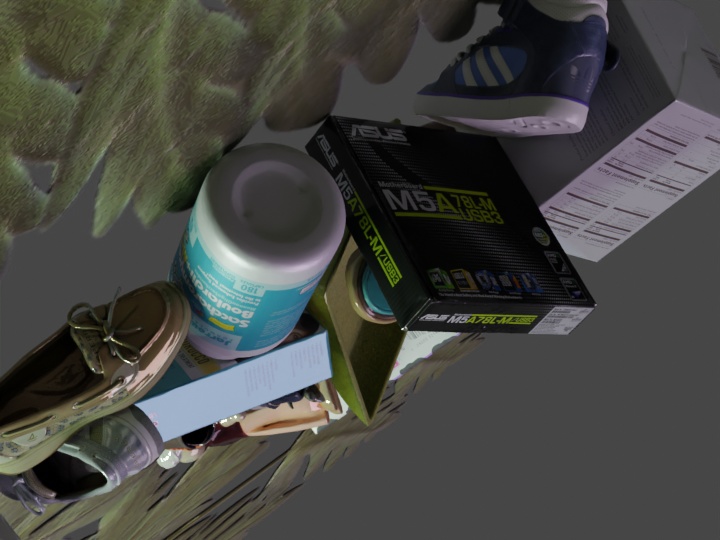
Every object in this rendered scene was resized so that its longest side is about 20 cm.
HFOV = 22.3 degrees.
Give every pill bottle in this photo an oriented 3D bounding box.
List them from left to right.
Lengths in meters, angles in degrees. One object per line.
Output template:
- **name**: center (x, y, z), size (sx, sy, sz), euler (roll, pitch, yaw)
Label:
- **pill bottle**: center (-0.087, -0.004, 1.404), size (0.111, 0.111, 0.200), euler (-36, 167, -30)

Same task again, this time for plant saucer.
- **plant saucer**: center (0.000, 0.000, 1.608), size (0.200, 0.048, 0.200), euler (73, 32, -49)

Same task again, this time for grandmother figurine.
- **grandmother figurine**: center (-0.123, 0.158, 1.901), size (0.199, 0.061, 0.121), euler (-19, 159, 5)

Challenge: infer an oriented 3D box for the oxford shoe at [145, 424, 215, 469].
- **oxford shoe**: center (-0.187, 0.155, 1.771), size (0.071, 0.073, 0.200), euler (-35, 167, -34)

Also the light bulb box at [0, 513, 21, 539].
- **light bulb box**: center (-0.318, 0.291, 1.493), size (0.125, 0.198, 0.200), euler (-36, 166, -23)

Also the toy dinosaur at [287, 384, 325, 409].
- **toy dinosaur**: center (-0.117, 0.096, 1.779), size (0.199, 0.077, 0.102), euler (-4, 177, 27)

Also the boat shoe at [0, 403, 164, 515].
- **boat shoe**: center (-0.237, 0.152, 1.439), size (0.202, 0.075, 0.065), euler (-13, -155, 44)

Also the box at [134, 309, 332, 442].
- **box**: center (-0.130, 0.084, 1.510), size (0.199, 0.082, 0.049), euler (-21, 124, -22)

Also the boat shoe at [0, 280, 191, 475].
- **boat shoe**: center (-0.214, 0.077, 1.368), size (0.200, 0.073, 0.063), euler (-41, 150, 1)

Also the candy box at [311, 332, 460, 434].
- **candy box**: center (0.026, 0.080, 2.005), size (0.200, 0.072, 0.168), euler (-36, -179, 15)

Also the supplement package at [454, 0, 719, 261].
- **supplement package**: center (0.213, -0.134, 1.622), size (0.200, 0.152, 0.150), euler (-40, 148, 29)

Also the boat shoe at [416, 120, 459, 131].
- **boat shoe**: center (0.091, -0.103, 1.739), size (0.075, 0.075, 0.202), euler (-36, 170, 9)

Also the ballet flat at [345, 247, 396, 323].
- **ballet flat**: center (0.025, -0.004, 1.514), size (0.063, 0.069, 0.200), euler (-15, -166, 32)

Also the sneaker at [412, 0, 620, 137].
- **sneaker**: center (0.131, -0.193, 1.546), size (0.080, 0.147, 0.200), euler (14, 175, -37)

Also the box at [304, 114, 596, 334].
- **box**: center (0.075, -0.035, 1.487), size (0.200, 0.194, 0.048), euler (4, 140, -42)

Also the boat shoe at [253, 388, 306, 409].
- **boat shoe**: center (-0.052, 0.042, 1.651), size (0.062, 0.075, 0.200), euler (-4, -141, 26)
